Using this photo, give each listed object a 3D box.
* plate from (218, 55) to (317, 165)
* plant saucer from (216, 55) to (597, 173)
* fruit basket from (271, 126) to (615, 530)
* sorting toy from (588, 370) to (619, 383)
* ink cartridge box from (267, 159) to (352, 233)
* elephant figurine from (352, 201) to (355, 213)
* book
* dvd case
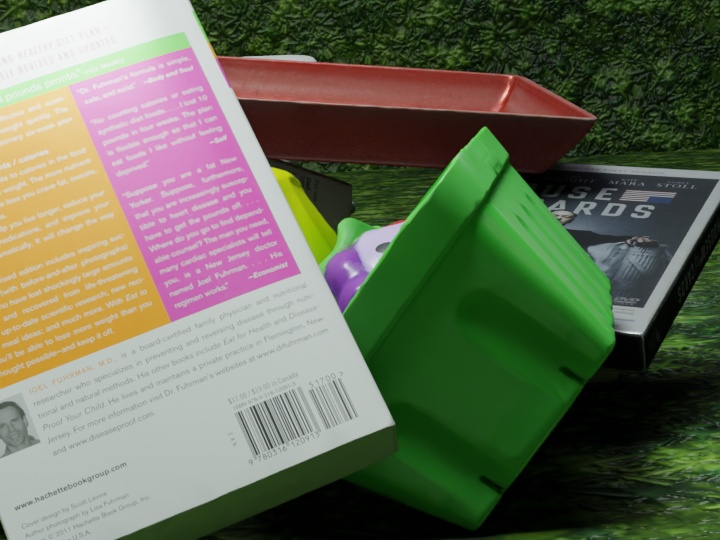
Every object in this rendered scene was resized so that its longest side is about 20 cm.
[{"bbox_3d":[-0.119,-0.034,1.144,0.200,0.200,0.032,-6,30,-35],"label":"plate"},{"bbox_3d":[0.012,-0.087,1.036,0.199,0.037,0.200,3,13,-8],"label":"plant saucer"},{"bbox_3d":[-0.008,0.002,0.760,0.215,0.156,0.216,35,11,-7],"label":"fruit basket"},{"bbox_3d":[0.023,0.054,0.963,0.185,0.037,0.200,-4,2,-7],"label":"sorting toy"},{"bbox_3d":[-0.125,-0.019,1.016,0.200,0.084,0.145,17,-23,-32],"label":"ink cartridge box"},{"bbox_3d":[-0.138,-0.017,1.361,0.200,0.155,0.142,-23,62,-42],"label":"elephant figurine"},{"bbox_3d":[-0.087,0.000,0.658,0.133,0.200,0.048,-22,-26,-8],"label":"book"},{"bbox_3d":[0.096,-0.009,0.933,0.150,0.025,0.200,5,26,22],"label":"dvd case"}]
